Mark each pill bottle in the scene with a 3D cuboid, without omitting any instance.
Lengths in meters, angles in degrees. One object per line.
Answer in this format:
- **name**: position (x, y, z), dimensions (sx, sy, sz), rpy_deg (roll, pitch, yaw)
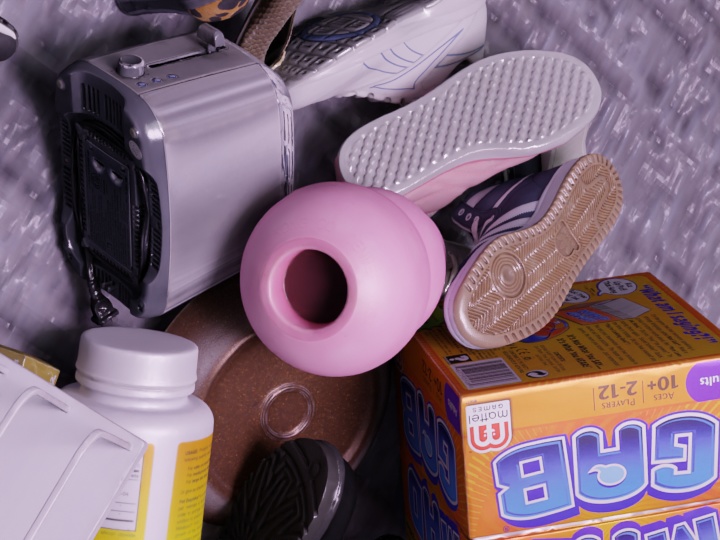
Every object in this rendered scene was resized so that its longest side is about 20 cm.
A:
- **pill bottle**: position (-0.155, 0.143, 1.555), dimensions (0.109, 0.109, 0.201), rpy_deg (1, 102, -36)

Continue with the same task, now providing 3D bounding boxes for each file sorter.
- **file sorter**: position (-0.255, 0.106, 1.409), dimensions (0.199, 0.125, 0.139), rpy_deg (30, 85, 10)

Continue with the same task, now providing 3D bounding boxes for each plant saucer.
- **plant saucer**: position (-0.057, 0.092, 1.646), dimensions (0.199, 0.037, 0.201), rpy_deg (-12, 115, -27)

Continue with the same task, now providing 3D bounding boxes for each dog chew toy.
- **dog chew toy**: position (0.000, 0.000, 1.571), dimensions (0.200, 0.124, 0.125), rpy_deg (-19, 110, -70)

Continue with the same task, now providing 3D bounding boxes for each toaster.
- **toaster**: position (-0.119, -0.061, 1.554), dimensions (0.129, 0.113, 0.201), rpy_deg (-25, 131, -34)

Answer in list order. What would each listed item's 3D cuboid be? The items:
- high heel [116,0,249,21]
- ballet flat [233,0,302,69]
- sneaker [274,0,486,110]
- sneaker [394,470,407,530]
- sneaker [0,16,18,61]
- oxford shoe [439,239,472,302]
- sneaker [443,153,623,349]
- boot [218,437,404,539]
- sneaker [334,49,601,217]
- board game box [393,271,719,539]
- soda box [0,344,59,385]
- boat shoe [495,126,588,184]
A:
- **high heel**: position (-0.059, -0.233, 1.569), dimensions (0.200, 0.142, 0.072), rpy_deg (-46, 116, -22)
- **ballet flat**: position (-0.045, -0.177, 1.568), dimensions (0.046, 0.200, 0.068), rpy_deg (27, 49, -4)
- **sneaker**: position (0.020, -0.149, 1.684), dimensions (0.199, 0.074, 0.088), rpy_deg (-26, 120, -28)
- **sneaker**: position (0.109, 0.124, 1.770), dimensions (0.200, 0.082, 0.070), rpy_deg (-46, 123, -21)
- **sneaker**: position (-0.310, -0.143, 1.455), dimensions (0.199, 0.076, 0.088), rpy_deg (14, 99, -30)
- **oxford shoe**: position (0.038, 0.007, 1.723), dimensions (0.199, 0.058, 0.076), rpy_deg (17, 84, -37)
- **sneaker**: position (0.094, -0.005, 1.656), dimensions (0.200, 0.108, 0.070), rpy_deg (-45, 112, -39)
- **boot**: position (-0.016, 0.198, 1.653), dimensions (0.157, 0.080, 0.211), rpy_deg (6, 133, -33)
- **sneaker**: position (0.070, -0.092, 1.694), dimensions (0.199, 0.105, 0.076), rpy_deg (-22, 79, -11)
- **board game box**: position (0.144, 0.134, 1.645), dimensions (0.199, 0.200, 0.201), rpy_deg (-8, 107, -10)
- **soda box**: position (-0.260, 0.142, 1.503), dimensions (0.068, 0.064, 0.201), rpy_deg (43, 64, -74)
- **boat shoe**: position (0.128, -0.065, 1.770), dimensions (0.075, 0.062, 0.201), rpy_deg (-37, 135, -40)
